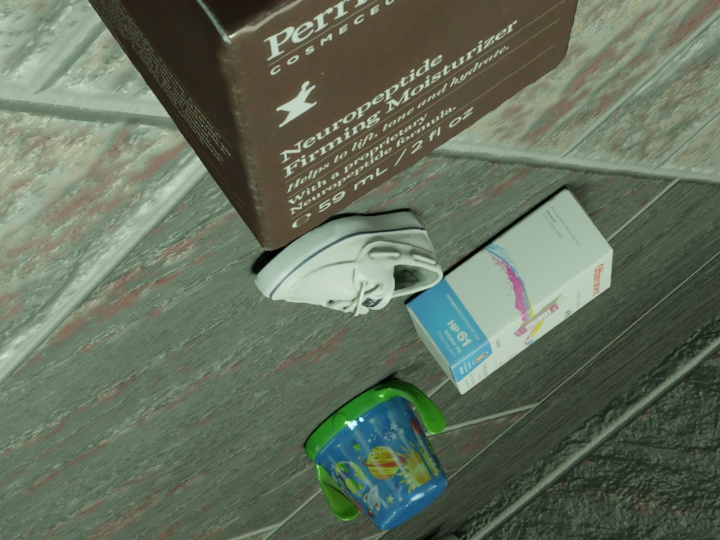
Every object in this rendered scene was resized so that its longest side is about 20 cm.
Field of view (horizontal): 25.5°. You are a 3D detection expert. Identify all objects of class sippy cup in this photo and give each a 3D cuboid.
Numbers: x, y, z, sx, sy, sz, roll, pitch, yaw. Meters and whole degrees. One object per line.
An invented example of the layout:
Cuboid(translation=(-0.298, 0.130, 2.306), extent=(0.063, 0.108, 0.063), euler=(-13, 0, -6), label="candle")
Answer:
Cuboid(translation=(0.026, 0.215, 1.793), extent=(0.139, 0.131, 0.178), euler=(-32, 163, -15), label="sippy cup")

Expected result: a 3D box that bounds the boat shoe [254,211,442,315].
Cuboid(translation=(0.000, 0.000, 1.246), extent=(0.199, 0.066, 0.074), euler=(-17, 156, -49), label="boat shoe")

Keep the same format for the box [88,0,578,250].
Cuboid(translation=(-0.020, -0.144, 0.615), extent=(0.165, 0.165, 0.200), euler=(-33, 164, -10), label="box")

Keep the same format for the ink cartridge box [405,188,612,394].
Cuboid(translation=(0.153, 0.023, 1.601), extent=(0.199, 0.085, 0.145), euler=(-37, 164, -2), label="ink cartridge box")

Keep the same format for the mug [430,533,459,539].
Cuboid(translation=(0.125, 0.632, 3.099), extent=(0.174, 0.148, 0.202), euler=(-19, 124, -21), label="mug")
